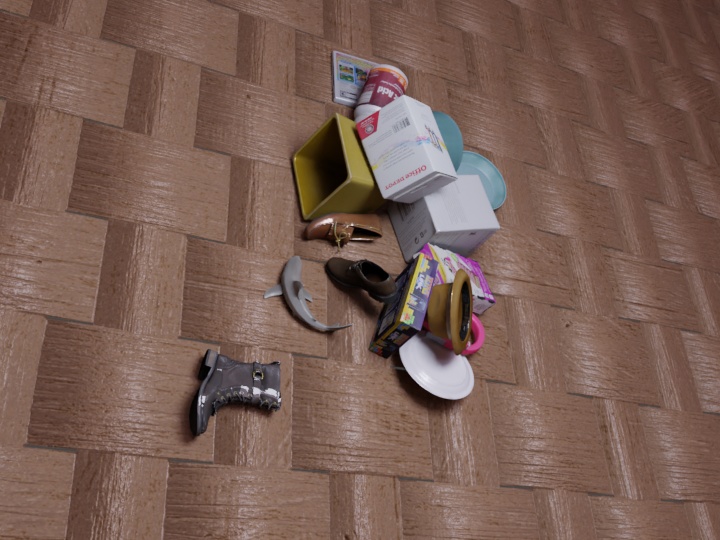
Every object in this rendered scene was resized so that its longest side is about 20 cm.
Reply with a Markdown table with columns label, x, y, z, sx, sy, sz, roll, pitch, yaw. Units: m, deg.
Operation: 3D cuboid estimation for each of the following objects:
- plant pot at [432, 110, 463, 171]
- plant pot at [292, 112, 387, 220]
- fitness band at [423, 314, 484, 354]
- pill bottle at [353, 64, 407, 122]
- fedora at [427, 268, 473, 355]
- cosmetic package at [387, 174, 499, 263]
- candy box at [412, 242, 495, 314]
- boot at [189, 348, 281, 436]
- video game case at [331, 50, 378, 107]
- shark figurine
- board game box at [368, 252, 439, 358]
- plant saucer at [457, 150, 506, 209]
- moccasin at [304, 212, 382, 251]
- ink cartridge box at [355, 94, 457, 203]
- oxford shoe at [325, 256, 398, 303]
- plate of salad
| label | x | y | z | sx | sy | sz | roll | pitch | yaw |
| --- | --- | --- | --- | --- | --- | --- | --- | --- | --- |
| plant pot | 0.140 | -0.315 | 1.894 | 0.161 | 0.201 | 0.201 | -10 | 67 | -49 |
| plant pot | -0.021 | -0.234 | 1.794 | 0.200 | 0.195 | 0.194 | 9 | 58 | -38 |
| fitness band | 0.215 | 0.126 | 1.777 | 0.200 | 0.037 | 0.144 | 28 | 36 | -10 |
| pill bottle | 0.049 | -0.447 | 1.981 | 0.114 | 0.114 | 0.200 | 24 | 68 | -14 |
| fedora | 0.201 | 0.092 | 1.662 | 0.082 | 0.201 | 0.201 | 3 | 50 | 21 |
| cosmetic package | 0.210 | -0.134 | 1.868 | 0.200 | 0.167 | 0.166 | -5 | 65 | -30 |
| candy box | 0.233 | 0.022 | 1.808 | 0.200 | 0.061 | 0.136 | 16 | 43 | -41 |
| boot | -0.240 | 0.251 | 1.458 | 0.174 | 0.069 | 0.200 | 19 | 53 | -17 |
| video game case | 0.013 | -0.531 | 2.088 | 0.200 | 0.024 | 0.182 | 10 | 58 | -22 |
| shark figurine | -0.123 | 0.064 | 1.624 | 0.128 | 0.090 | 0.215 | -27 | 76 | -36 |
| board game box | 0.101 | 0.082 | 1.683 | 0.057 | 0.165 | 0.200 | 28 | 53 | -11 |
| plant saucer | 0.323 | -0.249 | 2.083 | 0.200 | 0.036 | 0.200 | 13 | 58 | -21 |
| moccasin | -0.040 | -0.093 | 1.771 | 0.201 | 0.074 | 0.078 | -1 | 59 | -32 |
| ink cartridge box | 0.110 | -0.277 | 1.710 | 0.145 | 0.145 | 0.200 | 3 | 65 | -60 |
| oxford shoe | 0.000 | 0.000 | 1.685 | 0.200 | 0.084 | 0.073 | 20 | 52 | 31 |
| plate of salad | 0.174 | 0.223 | 1.705 | 0.200 | 0.048 | 0.200 | 21 | 38 | -17 |
